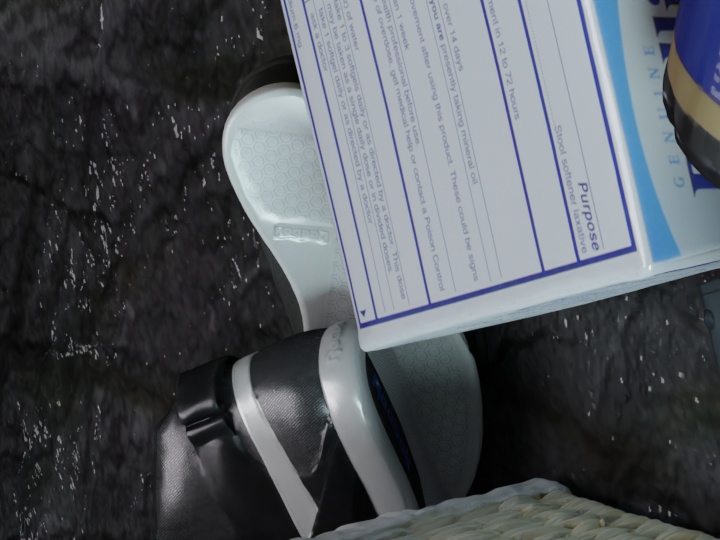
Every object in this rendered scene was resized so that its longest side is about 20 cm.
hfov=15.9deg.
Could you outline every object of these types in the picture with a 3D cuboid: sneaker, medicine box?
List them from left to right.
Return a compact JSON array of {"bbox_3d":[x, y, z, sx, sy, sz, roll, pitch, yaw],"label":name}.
[{"bbox_3d":[-0.017,0.115,1.012,0.073,0.111,0.201,-65,-41,-61],"label":"sneaker"},{"bbox_3d":[0.000,0.000,1.037,0.099,0.070,0.201,-90,-20,-66],"label":"sneaker"},{"bbox_3d":[0.062,-0.082,0.828,0.200,0.103,0.183,-18,84,63],"label":"medicine box"}]

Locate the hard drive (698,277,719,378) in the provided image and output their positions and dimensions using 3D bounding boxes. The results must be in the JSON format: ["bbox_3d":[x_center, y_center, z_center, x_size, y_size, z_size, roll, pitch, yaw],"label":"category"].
[{"bbox_3d":[0.169,0.089,0.764,0.139,0.033,0.201,-20,82,63],"label":"hard drive"}]

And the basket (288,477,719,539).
[{"bbox_3d":[0.038,0.192,0.882,0.161,0.199,0.199,4,103,61],"label":"basket"}]

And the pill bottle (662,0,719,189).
[{"bbox_3d":[0.146,-0.114,0.641,0.112,0.111,0.201,49,141,44],"label":"pill bottle"}]
